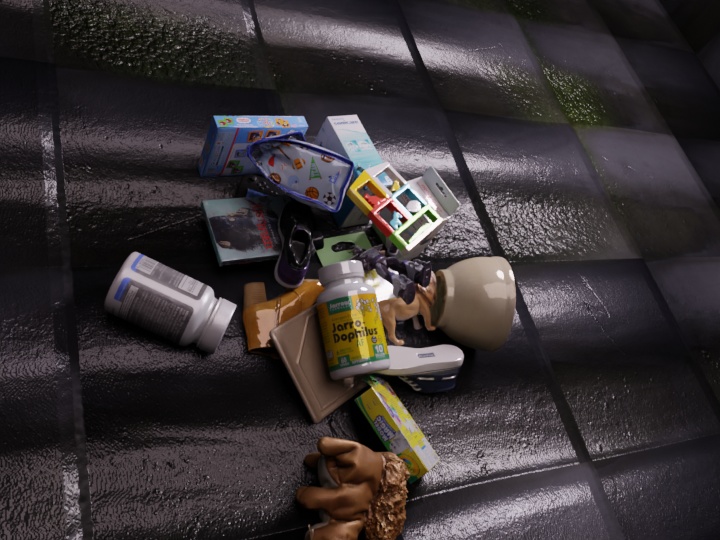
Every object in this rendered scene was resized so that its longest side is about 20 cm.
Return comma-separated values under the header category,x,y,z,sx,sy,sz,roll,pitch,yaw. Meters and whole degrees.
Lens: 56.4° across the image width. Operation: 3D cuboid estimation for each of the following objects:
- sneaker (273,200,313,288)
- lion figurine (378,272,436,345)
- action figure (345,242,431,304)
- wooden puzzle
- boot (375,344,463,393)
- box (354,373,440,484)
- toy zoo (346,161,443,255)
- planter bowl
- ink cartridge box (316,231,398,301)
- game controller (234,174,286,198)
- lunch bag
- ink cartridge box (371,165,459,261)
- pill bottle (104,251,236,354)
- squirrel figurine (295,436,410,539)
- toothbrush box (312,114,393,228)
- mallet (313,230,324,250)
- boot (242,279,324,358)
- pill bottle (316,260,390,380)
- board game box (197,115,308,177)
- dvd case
category,x,y,z,sx,sy,sz,roll,pitch,yaw
sneaker,-0.115,-0.068,1.288,0.075,0.088,0.201,12,52,-18
lion figurine,0.082,0.076,1.344,0.199,0.072,0.123,-24,107,-35
action figure,0.048,-0.012,1.342,0.130,0.070,0.200,-36,44,-27
wooden puzzle,-0.066,0.157,1.252,0.200,0.037,0.186,-30,96,-45
boot,0.102,0.201,1.308,0.199,0.091,0.073,0,32,-12
box,0.060,0.279,1.218,0.201,0.048,0.117,57,11,14
toy zoo,0.059,-0.138,1.341,0.200,0.020,0.131,46,51,4
planter bowl,0.219,0.065,1.401,0.134,0.201,0.201,5,56,-12
ink cartridge box,0.000,0.000,1.417,0.145,0.048,0.201,-12,67,-33
game controller,-0.214,-0.114,1.375,0.104,0.042,0.201,12,53,-1
lunch bag,-0.117,-0.200,1.318,0.199,0.170,0.125,20,93,-2
ink cartridge box,0.116,-0.118,1.457,0.067,0.200,0.117,-22,70,-37
pill bottle,-0.323,0.060,1.158,0.199,0.114,0.114,27,50,-10
squirrel figurine,-0.007,0.389,1.091,0.199,0.142,0.188,13,60,-17
toothbrush box,-0.028,-0.220,1.486,0.085,0.147,0.201,-14,65,-35
mallet,-0.142,-0.118,1.431,0.066,0.041,0.201,-18,59,-19
boot,-0.127,0.094,1.278,0.200,0.071,0.145,-1,65,-25
pill bottle,-0.018,0.089,1.217,0.112,0.113,0.201,-5,78,-31
board game box,-0.226,-0.258,1.403,0.199,0.151,0.037,-7,60,-32
dvd case,-0.201,-0.084,1.329,0.199,0.022,0.147,-7,61,-31
